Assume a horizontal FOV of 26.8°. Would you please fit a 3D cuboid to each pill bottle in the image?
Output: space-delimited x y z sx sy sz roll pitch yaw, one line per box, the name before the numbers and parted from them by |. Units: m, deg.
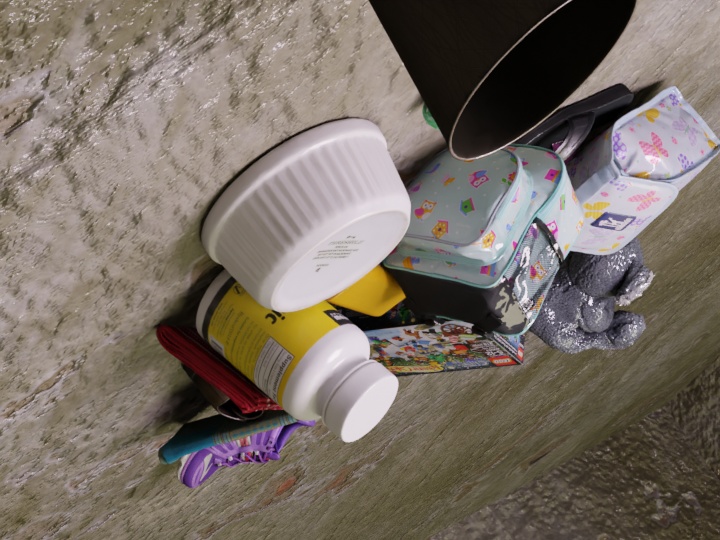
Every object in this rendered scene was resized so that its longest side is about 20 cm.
pill bottle | -0.061 0.080 1.515 0.111 0.200 0.111 -40 154 -24

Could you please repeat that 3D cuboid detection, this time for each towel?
towel | -0.119 0.106 1.609 0.023 0.144 0.200 -58 157 9
towel | -0.132 0.180 1.796 0.199 0.022 0.147 -17 -175 10

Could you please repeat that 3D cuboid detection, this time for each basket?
basket | 0.067 -0.207 1.034 0.136 0.200 0.180 -19 156 -38

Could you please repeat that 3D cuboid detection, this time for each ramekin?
ramekin | -0.043 -0.044 1.433 0.202 0.094 0.202 -31 162 -11

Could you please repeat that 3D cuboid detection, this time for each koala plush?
koala plush | 0.332 0.010 2.141 0.183 0.178 0.200 -12 157 -30

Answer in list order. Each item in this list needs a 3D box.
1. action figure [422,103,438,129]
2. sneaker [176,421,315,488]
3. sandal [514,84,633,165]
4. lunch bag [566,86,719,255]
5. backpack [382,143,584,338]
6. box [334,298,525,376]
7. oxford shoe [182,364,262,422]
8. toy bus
action figure | 0.139 -0.201 1.430 0.200 0.055 0.118 -37 166 20
sneaker | -0.148 0.223 1.955 0.200 0.084 0.081 -34 162 0
sandal | 0.242 -0.154 1.738 0.200 0.048 0.075 -29 162 -22
lunch bag | 0.313 -0.107 1.823 0.200 0.127 0.170 -28 168 -43
backpack | 0.134 -0.050 1.599 0.200 0.175 0.154 -48 127 -29
box | 0.072 0.077 1.759 0.199 0.038 0.137 -8 150 32
oxford shoe | -0.142 0.144 1.760 0.073 0.085 0.200 -39 164 6
toy bus | 0.000 0.000 1.650 0.065 0.078 0.200 -38 162 11
